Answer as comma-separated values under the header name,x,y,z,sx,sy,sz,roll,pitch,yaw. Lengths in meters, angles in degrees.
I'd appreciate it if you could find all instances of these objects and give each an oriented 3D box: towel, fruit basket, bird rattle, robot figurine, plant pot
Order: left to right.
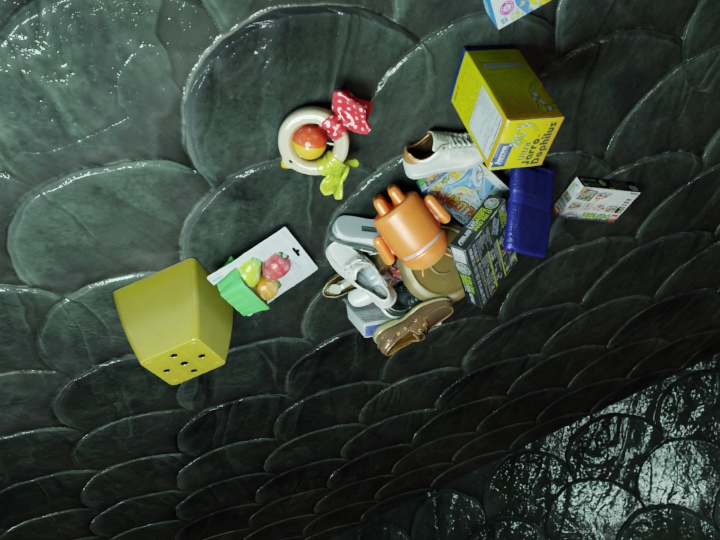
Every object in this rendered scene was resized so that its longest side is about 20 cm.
name,x,y,z,sx,sy,sz,roll,pitch,yaw
plant pot,-0.391,0.127,1.380,0.198,0.178,0.200,-23,146,4
fruit basket,-0.212,0.002,1.398,0.199,0.094,0.185,-38,145,-1
bird rattle,-0.066,-0.229,1.130,0.161,0.114,0.201,5,138,-6
robot figurine,0.105,-0.084,1.336,0.144,0.201,0.116,-45,-166,-29
plant pot,0.185,-0.022,1.454,0.198,0.202,0.027,-12,179,-10
towel,0.366,-0.134,1.396,0.147,0.203,0.049,8,176,-41

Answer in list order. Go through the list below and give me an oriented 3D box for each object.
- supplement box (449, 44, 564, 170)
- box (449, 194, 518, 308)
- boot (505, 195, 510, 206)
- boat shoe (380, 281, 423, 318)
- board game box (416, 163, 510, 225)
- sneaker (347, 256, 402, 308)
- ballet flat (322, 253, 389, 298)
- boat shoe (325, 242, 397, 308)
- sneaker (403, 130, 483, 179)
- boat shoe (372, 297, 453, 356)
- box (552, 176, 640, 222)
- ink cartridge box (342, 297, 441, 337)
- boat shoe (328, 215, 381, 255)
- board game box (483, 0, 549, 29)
name,x,y,z,sx,sy,sz,roll,pitch,yaw
supplement box,0.248,-0.287,1.108,0.108,0.201,0.109,-8,145,-16
box,0.277,-0.039,1.402,0.161,0.044,0.201,-50,140,-21
boot,0.303,-0.097,1.506,0.154,0.078,0.200,-17,162,6
boat shoe,0.116,0.054,1.491,0.199,0.075,0.066,-15,155,-52
board game box,0.230,-0.182,1.388,0.135,0.035,0.199,-37,142,23
sneaker,0.053,0.013,1.506,0.200,0.068,0.108,-29,163,-7
ballet flat,-0.017,0.019,1.470,0.199,0.068,0.072,-24,-170,38
boat shoe,0.000,0.000,1.388,0.071,0.200,0.069,-49,165,-3
sneaker,0.179,-0.242,1.247,0.198,0.073,0.085,-19,148,2
boat shoe,0.126,0.130,1.433,0.199,0.068,0.072,-27,138,-1
box,0.584,-0.173,1.573,0.198,0.035,0.110,1,140,-28
ink cartridge box,0.073,0.101,1.565,0.194,0.200,0.044,-9,106,-14
boat shoe,0.026,-0.068,1.404,0.197,0.074,0.068,5,156,-22
board game box,0.265,-0.500,0.954,0.194,0.056,0.200,-27,145,10
